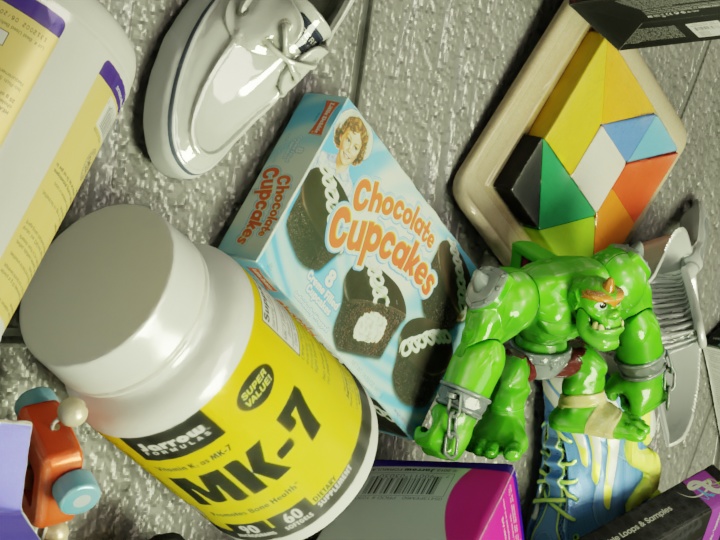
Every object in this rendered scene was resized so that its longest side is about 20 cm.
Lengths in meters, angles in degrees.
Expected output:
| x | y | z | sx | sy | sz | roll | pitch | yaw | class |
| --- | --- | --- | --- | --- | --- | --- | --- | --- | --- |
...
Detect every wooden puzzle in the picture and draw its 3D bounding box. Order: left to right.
| x | y | z | sx | sy | sz | roll | pitch | yaw | class |
| --- | --- | --- | --- | --- | --- | --- | --- | --- | --- |
| 0.149 | -0.073 | 1.541 | 0.185 | 0.037 | 0.200 | 50 | 61 | -44 | wooden puzzle |

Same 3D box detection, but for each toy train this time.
| x | y | z | sx | sy | sz | roll | pitch | yaw | class |
| --- | --- | --- | --- | --- | --- | --- | --- | --- | --- |
| -0.147 | 0.165 | 1.142 | 0.056 | 0.200 | 0.150 | -11 | 144 | -25 | toy train |

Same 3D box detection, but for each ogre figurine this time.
| x | y | z | sx | sy | sz | roll | pitch | yaw | class |
| --- | --- | --- | --- | --- | --- | --- | --- | --- | --- |
| 0.119 | 0.048 | 1.443 | 0.200 | 0.098 | 0.120 | -3 | 106 | -19 | ogre figurine |

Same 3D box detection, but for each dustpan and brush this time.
| x | y | z | sx | sy | sz | roll | pitch | yaw | class |
| --- | --- | --- | --- | --- | --- | --- | --- | --- | --- |
| 0.222 | 0.010 | 1.613 | 0.200 | 0.057 | 0.140 | -88 | 166 | -56 | dustpan and brush |

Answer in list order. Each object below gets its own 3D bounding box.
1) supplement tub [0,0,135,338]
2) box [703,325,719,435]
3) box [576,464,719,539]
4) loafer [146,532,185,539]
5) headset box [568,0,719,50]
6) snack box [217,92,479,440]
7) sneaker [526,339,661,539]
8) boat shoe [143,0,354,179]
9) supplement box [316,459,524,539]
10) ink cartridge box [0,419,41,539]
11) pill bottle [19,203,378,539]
| x | y | z | sx | sy | sz | roll | pitch | yaw | class |
| --- | --- | --- | --- | --- | --- | --- | --- | --- | --- |
| -0.203 | -0.042 | 1.025 | 0.145 | 0.145 | 0.200 | 45 | 64 | -46 | supplement tub |
| 0.342 | 0.065 | 1.815 | 0.200 | 0.036 | 0.145 | -43 | 130 | -38 | box |
| 0.165 | 0.225 | 1.567 | 0.200 | 0.036 | 0.143 | -24 | 141 | -35 | box |
| -0.095 | 0.219 | 1.298 | 0.070 | 0.068 | 0.201 | -29 | 137 | -1 | loafer |
| 0.226 | -0.251 | 1.479 | 0.077 | 0.149 | 0.200 | 32 | 63 | -51 | headset box |
| 0.000 | 0.000 | 1.373 | 0.200 | 0.037 | 0.116 | 50 | 60 | -45 | snack box |
| 0.153 | 0.142 | 1.569 | 0.105 | 0.076 | 0.200 | -52 | 135 | -29 | sneaker |
| -0.048 | -0.135 | 1.257 | 0.074 | 0.065 | 0.200 | 47 | 63 | -46 | boat shoe |
| 0.024 | 0.203 | 1.353 | 0.200 | 0.101 | 0.104 | -52 | 138 | -59 | supplement box |
| -0.246 | 0.163 | 1.063 | 0.198 | 0.043 | 0.201 | 6 | 94 | -33 | ink cartridge box |
| -0.084 | 0.056 | 1.222 | 0.200 | 0.114 | 0.114 | 45 | 64 | -46 | pill bottle |
